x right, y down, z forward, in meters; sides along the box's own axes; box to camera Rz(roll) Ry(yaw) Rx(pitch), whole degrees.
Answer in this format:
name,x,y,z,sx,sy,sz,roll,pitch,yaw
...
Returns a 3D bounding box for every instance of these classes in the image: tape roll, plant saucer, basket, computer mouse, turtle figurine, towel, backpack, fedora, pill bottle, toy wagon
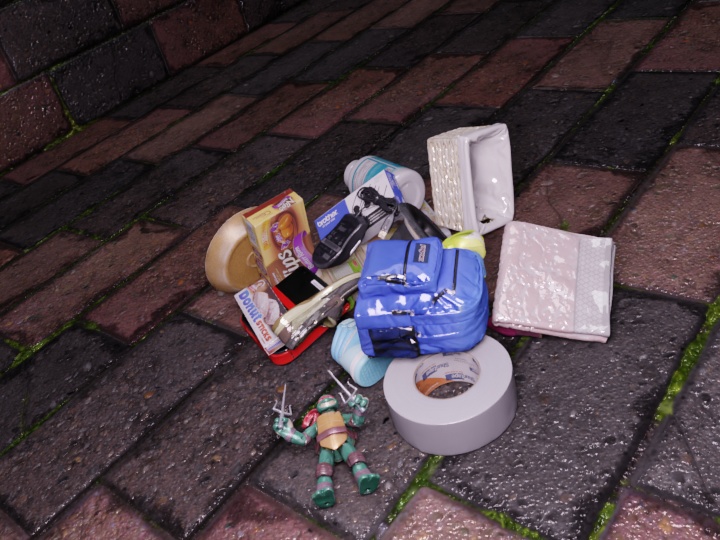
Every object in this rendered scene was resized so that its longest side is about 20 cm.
name,x,y,z,sx,sy,sz,roll,pitch,yaw
tape roll,0.136,0.181,1.102,0.196,0.067,0.202,-13,32,8
plant saucer,-0.223,-0.032,1.483,0.199,0.202,0.035,-35,51,-25
basket,0.221,-0.187,1.473,0.134,0.204,0.122,-23,23,-36
computer mouse,0.000,-0.067,1.425,0.139,0.046,0.201,24,74,46
turtle figurine,-0.043,0.239,1.073,0.148,0.101,0.202,-29,47,9
towel,0.320,0.015,1.196,0.187,0.032,0.203,9,57,11
backpack,0.097,0.040,1.115,0.196,0.170,0.164,0,47,13
fedora,0.117,-0.029,1.361,0.092,0.200,0.202,-44,29,16
pill bottle,0.045,-0.190,1.613,0.110,0.112,0.199,-32,36,-22
toy wagon,0.000,0.000,1.438,0.197,0.040,0.156,-28,39,-3

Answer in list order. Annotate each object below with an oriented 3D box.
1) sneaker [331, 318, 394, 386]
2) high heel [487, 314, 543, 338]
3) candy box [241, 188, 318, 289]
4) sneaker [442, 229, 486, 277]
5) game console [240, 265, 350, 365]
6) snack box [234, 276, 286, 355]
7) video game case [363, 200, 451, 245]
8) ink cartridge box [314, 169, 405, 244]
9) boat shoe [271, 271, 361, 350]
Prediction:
name,x,y,z,sx,sy,sz,roll,pitch,yaw
sneaker,0.032,0.103,1.259,0.199,0.081,0.130,-34,37,-25
high heel,0.282,0.030,1.248,0.094,0.068,0.201,9,43,19
candy box,-0.157,-0.049,1.459,0.116,0.202,0.056,-31,45,-22
sneaker,0.123,0.009,1.231,0.196,0.107,0.076,-18,8,14
game console,-0.130,0.083,1.389,0.176,0.031,0.199,-38,37,-14
snack box,-0.179,0.082,1.374,0.071,0.025,0.200,-34,36,-7
video game case,0.081,-0.087,1.569,0.179,0.023,0.201,-21,32,-5
ink cartridge box,0.000,-0.112,1.512,0.198,0.044,0.095,-33,63,26
boat shoe,-0.064,0.073,1.288,0.198,0.073,0.065,-33,79,-21
